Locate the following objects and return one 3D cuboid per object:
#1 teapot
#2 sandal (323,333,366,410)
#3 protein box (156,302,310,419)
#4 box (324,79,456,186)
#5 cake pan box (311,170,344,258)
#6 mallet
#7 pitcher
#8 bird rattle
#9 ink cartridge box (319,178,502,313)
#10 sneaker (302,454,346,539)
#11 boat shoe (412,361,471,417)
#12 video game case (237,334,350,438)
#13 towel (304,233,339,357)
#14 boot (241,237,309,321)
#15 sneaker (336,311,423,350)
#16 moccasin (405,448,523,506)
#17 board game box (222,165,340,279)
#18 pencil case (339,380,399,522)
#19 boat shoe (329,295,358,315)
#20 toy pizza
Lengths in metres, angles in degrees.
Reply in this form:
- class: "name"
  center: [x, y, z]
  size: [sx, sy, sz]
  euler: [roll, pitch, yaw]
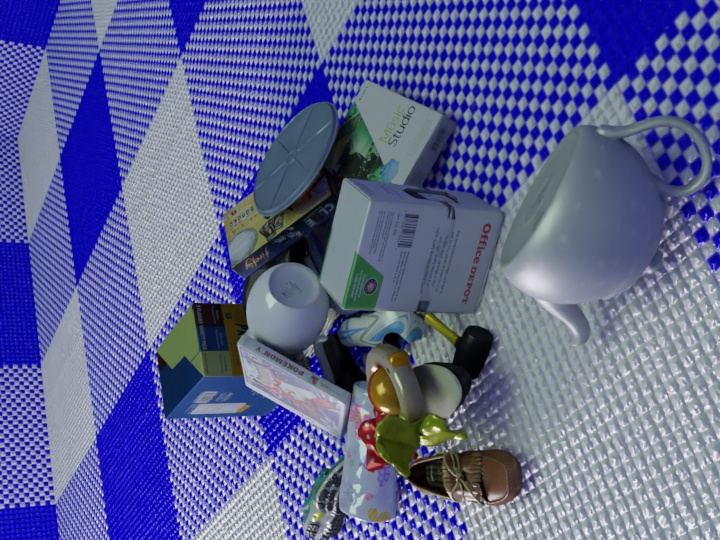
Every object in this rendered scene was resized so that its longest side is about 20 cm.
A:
- class: "teapot"
  center: [0.246, -0.045, 0.990]
  size: [0.198, 0.145, 0.200]
  euler: [-64, 1, -16]
- class: "sandal"
  center: [-0.026, 0.178, 1.505]
  size: [0.201, 0.048, 0.076]
  euler: [54, 132, 46]
- class: "protein box"
  center: [-0.225, 0.161, 1.690]
  size: [0.199, 0.199, 0.136]
  euler: [-45, 51, 48]
- class: "box"
  center: [0.035, -0.183, 1.389]
  size: [0.200, 0.036, 0.145]
  euler: [36, 98, 50]
- class: "cake pan box"
  center: [-0.002, -0.076, 1.485]
  size: [0.201, 0.052, 0.185]
  euler: [63, 140, 41]
- class: "mallet"
  center: [0.098, 0.057, 1.278]
  size: [0.200, 0.041, 0.066]
  euler: [47, 126, 32]
- class: "pitcher"
  center: [-0.096, 0.092, 1.453]
  size: [0.171, 0.121, 0.201]
  euler: [35, 143, 10]
- class: "bird rattle"
  center: [0.051, 0.171, 1.215]
  size: [0.200, 0.112, 0.164]
  euler: [171, 86, -80]
- class: "ink cartridge box"
  center: [0.065, -0.028, 1.229]
  size: [0.084, 0.199, 0.147]
  euler: [43, 123, 55]
- class: "sneaker"
  center: [-0.048, 0.342, 1.510]
  size: [0.201, 0.077, 0.080]
  euler: [-59, 32, 38]
- class: "boat shoe"
  center: [0.099, 0.152, 1.243]
  size: [0.074, 0.063, 0.201]
  euler: [59, 158, 10]
- class: "video game case"
  center: [-0.100, 0.180, 1.462]
  size: [0.023, 0.181, 0.200]
  euler: [-58, -10, -23]
- class: "towel"
  center: [-0.102, 0.023, 1.609]
  size: [0.201, 0.048, 0.171]
  euler: [62, 145, 24]
- class: "boot"
  center: [-0.132, 0.031, 1.556]
  size: [0.131, 0.069, 0.202]
  euler: [21, 124, 48]
- class: "sneaker"
  center: [0.024, 0.091, 1.412]
  size: [0.200, 0.071, 0.073]
  euler: [-27, 73, 59]
- class: "moccasin"
  center: [0.128, 0.257, 1.215]
  size: [0.201, 0.077, 0.074]
  euler: [-4, 87, 58]
- class: "board game box"
  center: [-0.124, -0.093, 1.509]
  size: [0.199, 0.035, 0.136]
  euler: [-35, 41, 16]
- class: "pencil case"
  center: [0.021, 0.259, 1.389]
  size: [0.090, 0.083, 0.202]
  euler: [10, 97, 40]
- class: "boat shoe"
  center: [0.003, 0.003, 1.365]
  size: [0.202, 0.086, 0.075]
  euler: [-43, 77, 37]
- class: "toy pizza"
  center: [-0.094, -0.167, 1.474]
  size: [0.200, 0.032, 0.201]
  euler: [-37, 36, 33]
